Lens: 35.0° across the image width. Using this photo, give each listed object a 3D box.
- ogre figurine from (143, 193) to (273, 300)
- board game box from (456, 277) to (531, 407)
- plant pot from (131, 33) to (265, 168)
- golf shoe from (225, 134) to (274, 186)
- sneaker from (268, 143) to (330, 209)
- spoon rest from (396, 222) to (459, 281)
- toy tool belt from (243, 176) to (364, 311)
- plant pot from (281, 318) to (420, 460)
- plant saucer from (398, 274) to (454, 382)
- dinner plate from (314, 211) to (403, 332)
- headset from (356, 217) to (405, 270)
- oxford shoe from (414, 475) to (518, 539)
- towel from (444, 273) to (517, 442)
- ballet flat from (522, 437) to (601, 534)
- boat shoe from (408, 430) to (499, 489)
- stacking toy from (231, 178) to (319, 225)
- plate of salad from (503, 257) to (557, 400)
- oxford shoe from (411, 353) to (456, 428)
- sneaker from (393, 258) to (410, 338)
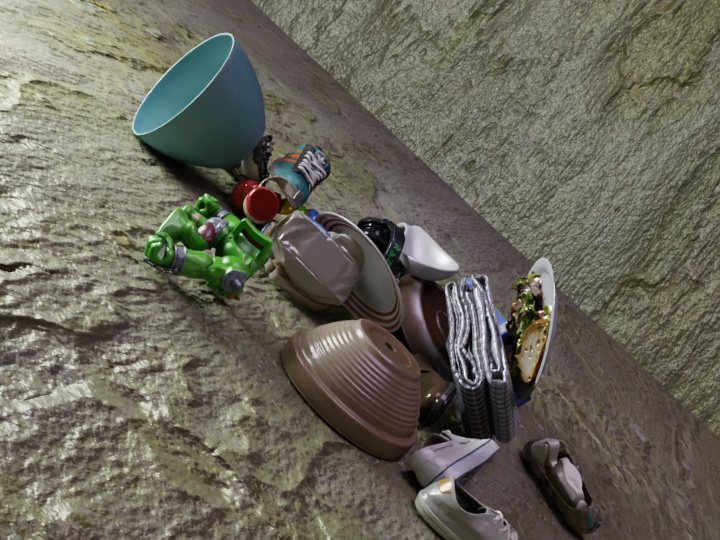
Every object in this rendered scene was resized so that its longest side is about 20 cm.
[{"bbox_3d":[-0.173,-0.028,1.356,0.119,0.099,0.200,30,2,2],"label":"ogre figurine"},{"bbox_3d":[0.214,0.124,1.880,0.135,0.045,0.201,54,-10,42],"label":"board game box"},{"bbox_3d":[-0.217,-0.229,1.679,0.135,0.200,0.200,45,10,-29],"label":"plant pot"},{"bbox_3d":[-0.181,-0.172,1.780,0.087,0.078,0.200,10,-3,-9],"label":"golf shoe"},{"bbox_3d":[-0.086,-0.150,1.694,0.072,0.080,0.200,57,6,-17],"label":"sneaker"},{"bbox_3d":[0.090,-0.033,1.824,0.099,0.061,0.200,11,12,-23],"label":"spoon rest"},{"bbox_3d":[-0.096,-0.032,1.595,0.200,0.125,0.123,42,-18,-12],"label":"toy tool belt"},{"bbox_3d":[0.008,0.126,1.383,0.200,0.093,0.201,39,14,-12],"label":"plant pot"},{"bbox_3d":[0.123,0.093,1.776,0.200,0.032,0.201,43,33,-37],"label":"plant saucer"},{"bbox_3d":[0.000,0.000,1.640,0.200,0.024,0.201,43,-28,29],"label":"dinner plate"},{"bbox_3d":[0.015,-0.020,1.823,0.094,0.124,0.200,35,-6,-25],"label":"headset"},{"bbox_3d":[0.150,0.306,1.291,0.200,0.058,0.075,42,11,-7],"label":"oxford shoe"},{"bbox_3d":[0.165,0.127,1.624,0.166,0.085,0.201,72,8,-50],"label":"towel"},{"bbox_3d":[0.297,0.297,1.683,0.200,0.067,0.076,-118,-167,-51],"label":"ballet flat"},{"bbox_3d":[0.112,0.229,1.413,0.070,0.071,0.200,48,21,15],"label":"boat shoe"},{"bbox_3d":[-0.107,-0.078,1.743,0.199,0.086,0.085,33,15,-18],"label":"stacking toy"},{"bbox_3d":[0.231,0.080,1.596,0.048,0.202,0.200,9,19,-6],"label":"plate of salad"},{"bbox_3d":[0.077,0.157,1.538,0.084,0.073,0.200,37,2,-7],"label":"oxford shoe"},{"bbox_3d":[0.055,0.037,1.815,0.074,0.081,0.200,35,14,-21],"label":"sneaker"}]
